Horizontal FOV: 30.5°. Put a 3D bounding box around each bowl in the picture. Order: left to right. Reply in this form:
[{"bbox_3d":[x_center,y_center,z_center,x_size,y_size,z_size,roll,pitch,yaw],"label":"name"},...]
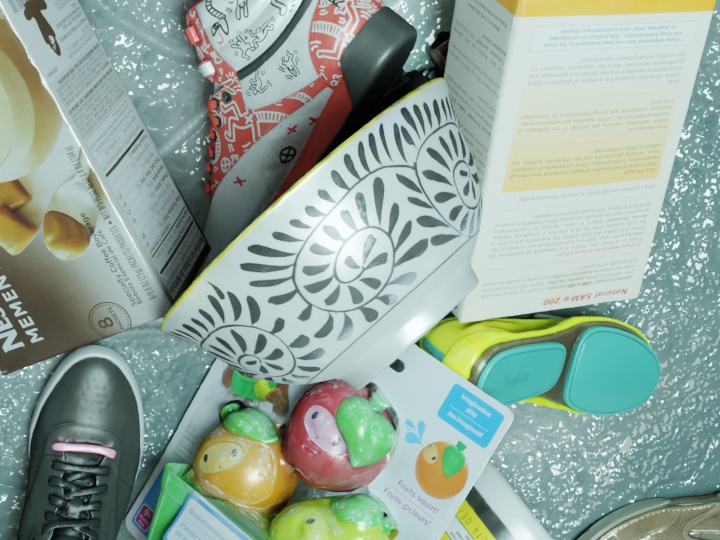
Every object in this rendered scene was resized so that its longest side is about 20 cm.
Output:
[{"bbox_3d":[0.000,0.000,0.695,0.201,0.201,0.094,-42,87,0],"label":"bowl"}]

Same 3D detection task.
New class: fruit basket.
[{"bbox_3d":[-0.035,0.118,0.765,0.094,0.185,0.200,10,112,-61],"label":"fruit basket"}]

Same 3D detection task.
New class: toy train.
[{"bbox_3d":[0.074,-0.135,0.775,0.200,0.046,0.034,-35,112,-3],"label":"toy train"}]

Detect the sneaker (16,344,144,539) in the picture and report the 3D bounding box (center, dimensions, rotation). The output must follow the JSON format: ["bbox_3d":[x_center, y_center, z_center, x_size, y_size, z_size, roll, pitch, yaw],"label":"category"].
[{"bbox_3d":[-0.165,0.149,0.769,0.071,0.099,0.201,11,102,-16],"label":"sneaker"}]

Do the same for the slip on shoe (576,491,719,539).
[{"bbox_3d":[0.236,0.199,0.916,0.199,0.061,0.076,-11,109,-12],"label":"slip on shoe"}]

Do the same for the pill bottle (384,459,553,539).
[{"bbox_3d":[0.029,0.214,0.836,0.200,0.112,0.113,-38,113,-2],"label":"pill bottle"}]

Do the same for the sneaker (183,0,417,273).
[{"bbox_3d":[-0.063,-0.089,0.748,0.108,0.067,0.202,40,117,7],"label":"sneaker"}]

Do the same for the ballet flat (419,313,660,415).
[{"bbox_3d":[0.112,0.052,0.826,0.200,0.067,0.067,5,108,-46],"label":"ballet flat"}]

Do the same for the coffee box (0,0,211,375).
[{"bbox_3d":[-0.180,-0.060,0.692,0.114,0.080,0.200,-18,113,18],"label":"coffee box"}]

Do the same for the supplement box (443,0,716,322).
[{"bbox_3d":[0.112,-0.077,0.756,0.126,0.074,0.200,-6,123,-23],"label":"supplement box"}]
